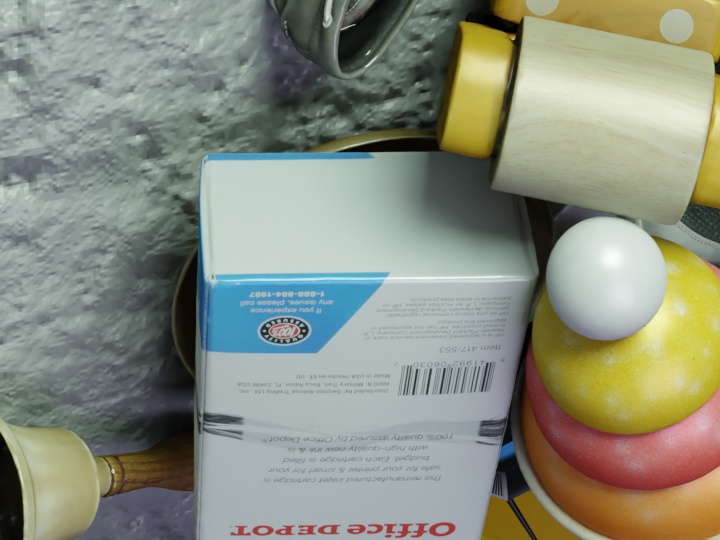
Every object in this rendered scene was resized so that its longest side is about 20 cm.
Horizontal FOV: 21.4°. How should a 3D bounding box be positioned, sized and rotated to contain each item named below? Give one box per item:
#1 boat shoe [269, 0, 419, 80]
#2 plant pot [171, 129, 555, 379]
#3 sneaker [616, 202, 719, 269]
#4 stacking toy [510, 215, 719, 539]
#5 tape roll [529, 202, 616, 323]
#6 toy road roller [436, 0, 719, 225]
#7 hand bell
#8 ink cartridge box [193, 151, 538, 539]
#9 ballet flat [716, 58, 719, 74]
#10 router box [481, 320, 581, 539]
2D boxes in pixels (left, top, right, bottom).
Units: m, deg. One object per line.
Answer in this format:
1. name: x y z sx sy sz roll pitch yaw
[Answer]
1. boat shoe: 0.037 -0.165 0.801 0.067 0.057 0.200 17 120 -44
2. plant pot: 0.000 0.000 0.956 0.198 0.028 0.201 -12 138 -11
3. sneaker: 0.212 -0.048 0.965 0.199 0.079 0.077 -10 145 -31
4. stacking toy: 0.121 0.029 0.823 0.146 0.147 0.200 -32 150 -1
5. tape roll: 0.157 -0.012 1.062 0.201 0.037 0.204 -18 139 -16
6. toy road roller: 0.104 -0.111 0.809 0.122 0.200 0.147 11 103 0
7. hand bell: -0.124 0.102 0.973 0.199 0.104 0.104 -6 136 -48
8. ink cartridge box: -0.006 0.044 0.901 0.145 0.086 0.201 -1 138 -7
9. ballet flat: 0.282 -0.120 0.977 0.198 0.071 0.071 -9 138 -7
10. router box: 0.119 0.101 1.036 0.149 0.051 0.200 40 132 -16
